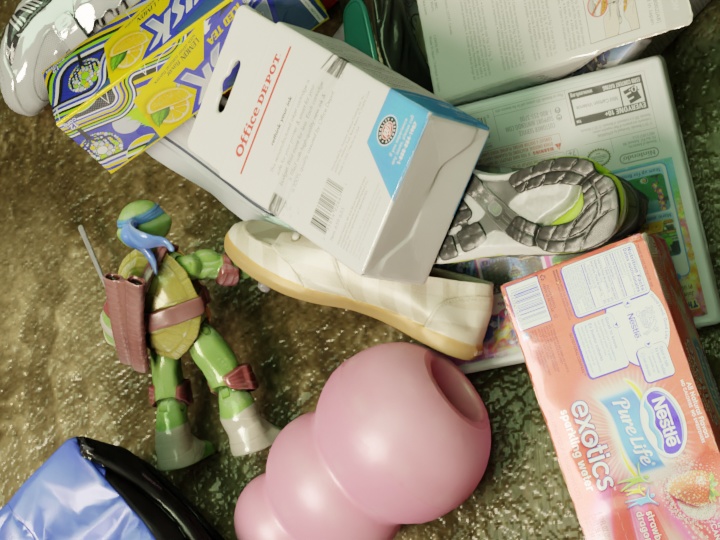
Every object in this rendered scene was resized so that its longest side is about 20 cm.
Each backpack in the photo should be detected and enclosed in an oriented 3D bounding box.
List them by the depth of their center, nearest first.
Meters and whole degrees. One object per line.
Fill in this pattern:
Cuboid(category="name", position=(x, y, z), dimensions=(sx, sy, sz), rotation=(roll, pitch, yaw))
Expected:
Cuboid(category="backpack", position=(-0.159, 0.237, 1.199), dimensions=(0.200, 0.162, 0.168), rotation=(44, 94, 12))

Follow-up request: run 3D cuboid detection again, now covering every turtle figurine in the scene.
Cuboid(category="turtle figurine", position=(-0.118, 0.037, 1.281), dimensions=(0.143, 0.200, 0.195), rotation=(-16, 94, -10))

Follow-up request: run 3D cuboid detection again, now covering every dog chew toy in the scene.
Cuboid(category="dog chew toy", position=(-0.007, 0.140, 1.184), dimensions=(0.200, 0.124, 0.125), rotation=(-41, 65, 19))

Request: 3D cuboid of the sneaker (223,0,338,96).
Cuboid(category="sneaker", position=(-0.051, -0.200, 1.296), dimensions=(0.200, 0.077, 0.085), rotation=(-42, 30, 19))

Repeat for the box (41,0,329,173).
Cuboid(category="box", position=(-0.126, -0.160, 1.232), dimensions=(0.199, 0.070, 0.064), rotation=(-35, 47, 11))

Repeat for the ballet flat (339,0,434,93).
Cuboid(category="ballet flat", position=(0.011, -0.204, 1.236), dimensions=(0.068, 0.068, 0.202), rotation=(-10, 93, 60))

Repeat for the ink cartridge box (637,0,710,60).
Cuboid(category="ink cartridge box", position=(0.140, -0.214, 1.247), dimensions=(0.200, 0.043, 0.196), rotation=(-46, 64, 6))

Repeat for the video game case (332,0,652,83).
Cuboid(category="video game case", position=(0.086, -0.163, 1.237), dimensions=(0.183, 0.022, 0.200), rotation=(-51, 63, 25))

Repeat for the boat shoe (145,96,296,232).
Cuboid(category="boat shoe", position=(-0.072, -0.077, 1.265), dimensions=(0.199, 0.074, 0.067), rotation=(27, 116, 11))

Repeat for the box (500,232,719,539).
Cuboid(category="box", position=(0.176, 0.086, 1.105), dimensions=(0.102, 0.095, 0.201), rotation=(-22, 82, 18))

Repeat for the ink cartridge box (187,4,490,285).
Cuboid(category="ink cartridge box", position=(-0.019, -0.088, 1.156), dimensions=(0.200, 0.066, 0.116), rotation=(36, 110, 39))

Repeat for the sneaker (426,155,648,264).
Cuboid(category="sneaker", position=(0.100, -0.035, 1.142), dimensions=(0.199, 0.081, 0.075), rotation=(5, 87, 38))

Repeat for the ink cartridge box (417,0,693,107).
Cuboid(category="ink cartridge box", position=(0.128, -0.212, 1.168), dimensions=(0.199, 0.050, 0.162), rotation=(-14, 82, 31))

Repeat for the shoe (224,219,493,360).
Cuboid(category="shoe", position=(0.000, 0.000, 1.193), dimensions=(0.199, 0.070, 0.054), rotation=(22, 108, 14))

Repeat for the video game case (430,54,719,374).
Cuboid(category="video game case", position=(0.131, -0.034, 1.182), dimensions=(0.199, 0.024, 0.183), rotation=(-13, 94, 20))

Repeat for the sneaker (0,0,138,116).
Cuboid(category="sneaker", position=(-0.202, -0.201, 1.375), dimensions=(0.115, 0.075, 0.201), rotation=(28, 86, 30))
